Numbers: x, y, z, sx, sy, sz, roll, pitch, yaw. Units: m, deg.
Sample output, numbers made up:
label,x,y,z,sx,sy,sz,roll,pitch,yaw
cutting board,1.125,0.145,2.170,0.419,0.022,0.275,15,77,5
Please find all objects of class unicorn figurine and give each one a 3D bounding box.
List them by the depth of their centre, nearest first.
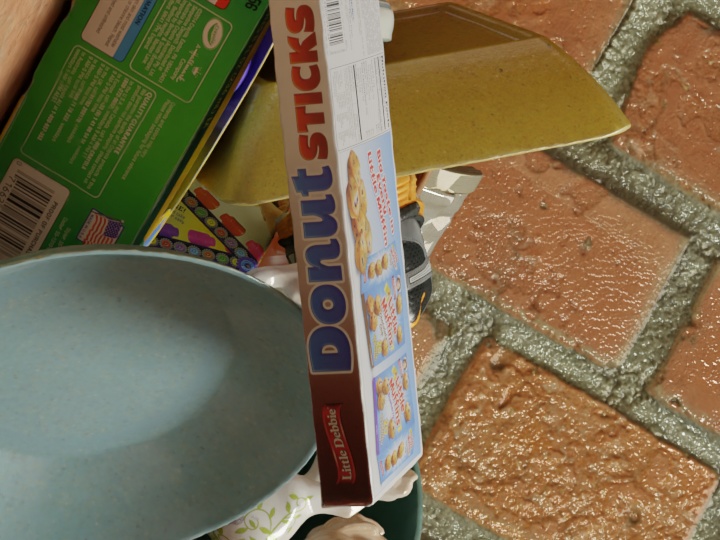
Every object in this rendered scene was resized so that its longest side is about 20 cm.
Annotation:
label,x,y,z,sx,sy,sz,roll,pitch,yaw
unicorn figurine,-0.062,0.055,0.976,0.137,0.201,0.074,-25,169,-21

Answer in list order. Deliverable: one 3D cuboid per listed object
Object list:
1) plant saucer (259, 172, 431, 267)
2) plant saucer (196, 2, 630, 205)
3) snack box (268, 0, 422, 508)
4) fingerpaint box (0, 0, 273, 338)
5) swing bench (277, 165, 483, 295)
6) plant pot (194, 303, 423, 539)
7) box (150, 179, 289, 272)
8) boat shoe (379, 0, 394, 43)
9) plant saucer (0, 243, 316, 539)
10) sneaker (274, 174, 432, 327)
label,x,y,z,sx,sy,sz,roll,pitch,yaw
plant saucer,-0.051,-0.083,1.338,0.201,0.199,0.032,-58,-151,29
plant saucer,0.005,-0.090,1.094,0.200,0.199,0.049,-142,-137,-68
snack box,-0.004,-0.015,0.855,0.072,0.024,0.201,-32,118,-70
fingerpaint box,-0.081,-0.092,0.936,0.201,0.073,0.167,-58,-177,18
swing bench,-0.057,-0.042,1.484,0.129,0.200,0.199,9,120,-45
plant pot,-0.092,0.127,1.068,0.201,0.200,0.161,-62,-175,-35
box,-0.129,0.005,1.230,0.200,0.122,0.193,-58,-176,41
boat shoe,-0.041,-0.150,1.085,0.201,0.070,0.072,-153,-116,-64
plant saucer,-0.111,0.046,0.883,0.201,0.200,0.039,-57,-145,39
sneaker,0.000,0.000,1.111,0.200,0.078,0.078,57,19,-85
